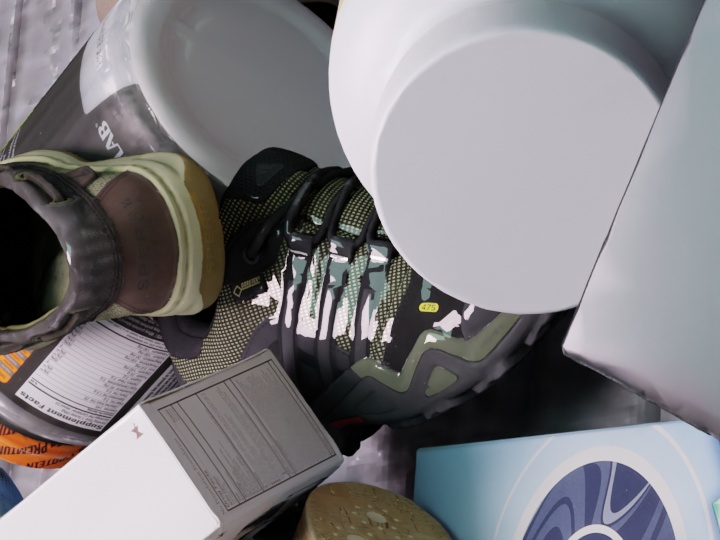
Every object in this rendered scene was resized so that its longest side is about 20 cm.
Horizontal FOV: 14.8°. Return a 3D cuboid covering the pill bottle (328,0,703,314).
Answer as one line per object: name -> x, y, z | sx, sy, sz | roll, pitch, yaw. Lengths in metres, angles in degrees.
pill bottle -> 0.049, -0.069, 0.792 | 0.112, 0.112, 0.200 | -60, 10, 25

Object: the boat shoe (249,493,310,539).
boat shoe -> -0.042, 0.102, 1.020 | 0.066, 0.074, 0.199 | -54, 24, -18

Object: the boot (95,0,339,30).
boot -> -0.039, -0.159, 1.111 | 0.200, 0.070, 0.147 | -46, 52, 35

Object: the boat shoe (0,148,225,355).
boat shoe -> -0.122, -0.007, 0.962 | 0.201, 0.066, 0.072 | -5, 90, 55

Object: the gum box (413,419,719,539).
gum box -> 0.085, 0.133, 0.834 | 0.200, 0.044, 0.171 | -13, 70, 56

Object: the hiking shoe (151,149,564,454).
hiking shoe -> 0.000, 0.000, 0.920 | 0.200, 0.076, 0.101 | -34, 97, 36

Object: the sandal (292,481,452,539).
sandal -> 0.035, 0.104, 0.807 | 0.212, 0.077, 0.070 | 53, 130, 55

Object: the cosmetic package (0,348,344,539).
cosmetic package -> -0.102, 0.107, 0.918 | 0.200, 0.082, 0.051 | -40, 79, 30

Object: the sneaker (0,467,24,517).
sneaker -> -0.110, 0.163, 1.035 | 0.078, 0.090, 0.201 | -26, 86, 35

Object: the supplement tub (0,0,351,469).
supplement tub -> -0.088, -0.014, 1.074 | 0.200, 0.122, 0.123 | -45, 45, 40

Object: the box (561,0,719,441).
box -> 0.148, -0.055, 0.698 | 0.079, 0.141, 0.201 | 31, 108, 32
